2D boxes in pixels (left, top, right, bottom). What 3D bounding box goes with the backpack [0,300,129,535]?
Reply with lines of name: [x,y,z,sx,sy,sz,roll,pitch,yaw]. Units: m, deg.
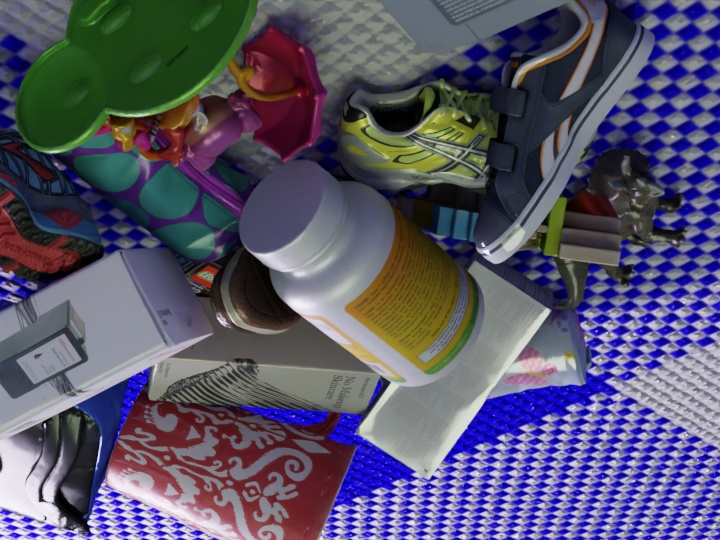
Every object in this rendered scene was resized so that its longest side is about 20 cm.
backpack: [-0.294,0.113,1.341,0.162,0.168,0.200,14,142,-5]

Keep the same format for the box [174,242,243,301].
box: [-0.107,0.042,1.364,0.200,0.038,0.137,28,137,-36]

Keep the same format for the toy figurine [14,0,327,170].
toy figurine: [-0.107,-0.122,1.027,0.200,0.150,0.184,-41,146,9]

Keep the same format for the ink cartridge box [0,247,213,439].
ink cartridge box: [-0.231,0.061,1.147,0.200,0.084,0.146,-27,178,7]

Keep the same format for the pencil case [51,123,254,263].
pencil case: [-0.163,-0.085,1.130,0.092,0.085,0.200,0,152,34]

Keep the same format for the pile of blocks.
pile of blocks: [0.114,-0.051,1.164,0.200,0.062,0.082,11,-172,26]

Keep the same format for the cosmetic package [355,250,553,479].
cosmetic package: [0.083,0.083,1.328,0.082,0.051,0.200,34,110,-1]

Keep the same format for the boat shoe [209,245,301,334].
boat shoe: [-0.085,0.016,1.208,0.075,0.075,0.202,-20,-178,20]

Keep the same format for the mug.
mug: [-0.115,0.173,1.370,0.200,0.178,0.134,21,124,2]

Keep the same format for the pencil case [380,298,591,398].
pencil case: [0.114,0.084,1.395,0.200,0.083,0.091,-12,131,13]

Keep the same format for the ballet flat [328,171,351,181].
ballet flat: [0.013,-0.007,1.265,0.070,0.065,0.200,4,152,37]

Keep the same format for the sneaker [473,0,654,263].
sneaker: [0.123,-0.106,1.063,0.079,0.200,0.078,32,-179,-14]

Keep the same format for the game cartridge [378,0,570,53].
game cartridge: [0.099,-0.223,0.983,0.200,0.041,0.133,-20,146,25]

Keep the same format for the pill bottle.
pill bottle: [0.000,0.000,1.151,0.111,0.111,0.200,-23,138,28]

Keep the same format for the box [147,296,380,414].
box: [-0.086,0.076,1.319,0.200,0.068,0.082,5,145,-10]

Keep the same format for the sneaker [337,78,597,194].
sneaker: [0.080,-0.104,1.123,0.200,0.076,0.076,-6,146,4]

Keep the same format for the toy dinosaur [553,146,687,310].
toy dinosaur: [0.206,-0.040,1.244,0.102,0.077,0.200,24,144,-15]

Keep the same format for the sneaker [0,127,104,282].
sneaker: [-0.259,-0.059,1.039,0.079,0.096,0.200,-24,157,11]
